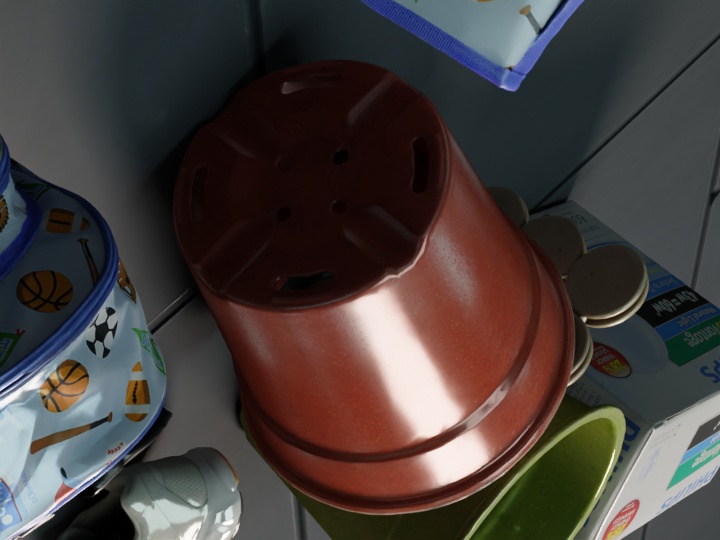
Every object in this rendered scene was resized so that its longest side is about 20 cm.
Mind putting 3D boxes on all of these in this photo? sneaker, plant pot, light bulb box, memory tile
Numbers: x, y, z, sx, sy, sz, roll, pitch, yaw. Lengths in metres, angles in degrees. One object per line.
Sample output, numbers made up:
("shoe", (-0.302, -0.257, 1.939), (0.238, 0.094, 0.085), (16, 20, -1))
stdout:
("sneaker", (-0.152, 0.184, 1.302), (0.092, 0.076, 0.200), (4, 124, -40))
("plant pot", (0.032, 0.111, 1.368), (0.200, 0.190, 0.200), (-41, 155, -24))
("light bulb box", (0.150, 0.071, 1.521), (0.198, 0.200, 0.125), (-21, 142, -52))
("plant pot", (0.000, 0.000, 1.171), (0.201, 0.201, 0.195), (-47, 149, -12))
("memory tile", (0.061, 0.019, 1.290), (0.153, 0.200, 0.017), (-49, 137, -11))

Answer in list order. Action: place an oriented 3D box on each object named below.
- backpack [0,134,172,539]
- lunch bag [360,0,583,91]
("backpack", (-0.175, 0.024, 0.856), (0.200, 0.190, 0.154), (-43, 139, -21))
("lunch bag", (0.033, -0.195, 0.917), (0.170, 0.200, 0.124), (-56, 157, 12))
